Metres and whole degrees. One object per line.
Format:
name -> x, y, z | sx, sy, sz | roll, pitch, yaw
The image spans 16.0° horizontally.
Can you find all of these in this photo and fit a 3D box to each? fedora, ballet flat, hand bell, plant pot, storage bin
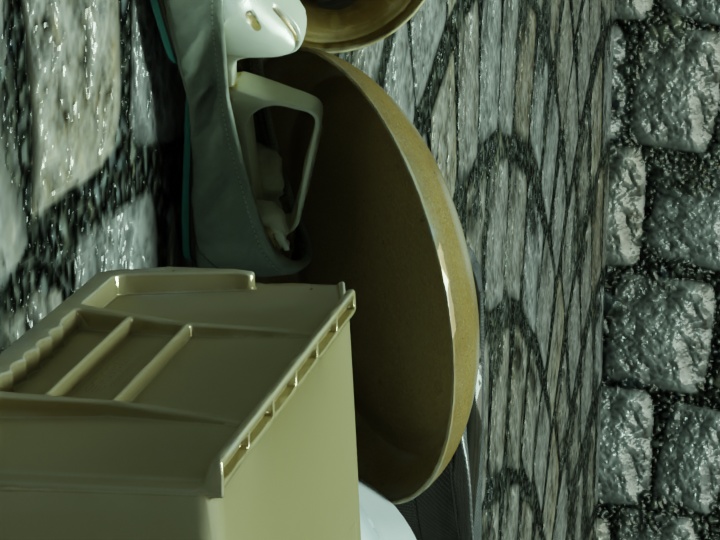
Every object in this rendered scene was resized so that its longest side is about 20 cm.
fedora -> 0.020, 0.077, 1.374 | 0.177, 0.090, 0.201 | 80, 11, -55
ballet flat -> -0.048, -0.084, 1.046 | 0.068, 0.063, 0.201 | -71, 161, -54
hand bell -> -0.018, -0.160, 1.196 | 0.200, 0.103, 0.105 | -103, -166, -81
plant pot -> 0.000, 0.000, 1.097 | 0.200, 0.027, 0.201 | 43, -40, 51
storage bin -> -0.057, 0.118, 0.788 | 0.199, 0.093, 0.201 | -52, 141, -71

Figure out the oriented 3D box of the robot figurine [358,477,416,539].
robot figurine -> -0.036, 0.133, 1.038 | 0.200, 0.112, 0.171 | 35, 35, -77
